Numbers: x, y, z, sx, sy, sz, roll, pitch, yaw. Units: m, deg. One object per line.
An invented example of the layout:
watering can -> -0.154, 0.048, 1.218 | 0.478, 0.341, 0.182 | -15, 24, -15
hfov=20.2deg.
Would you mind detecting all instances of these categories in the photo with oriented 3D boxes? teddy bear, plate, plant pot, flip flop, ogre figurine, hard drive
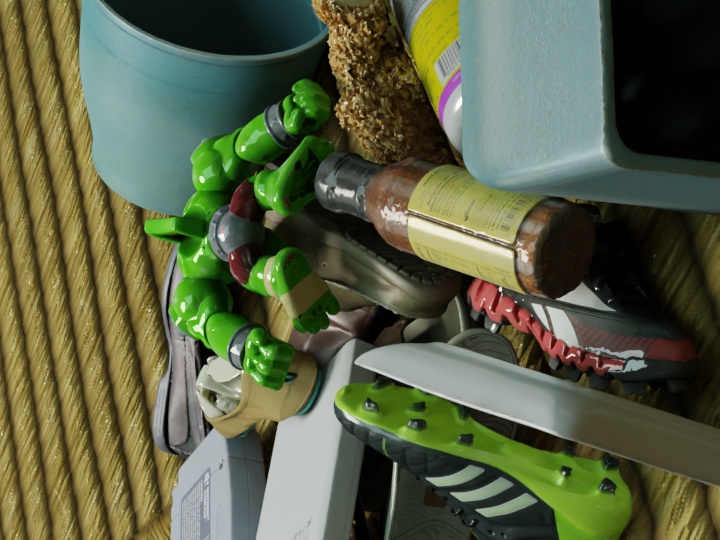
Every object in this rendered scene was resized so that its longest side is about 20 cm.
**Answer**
teddy bear -> 0.012, -0.117, 1.381 | 0.067, 0.200, 0.145 | -23, 31, 6
plate -> 0.127, 0.083, 1.171 | 0.199, 0.200, 0.032 | 17, 89, 55
plant pot -> 0.158, -0.127, 1.174 | 0.200, 0.196, 0.197 | -18, 70, 59
flip flop -> 0.025, 0.083, 1.430 | 0.081, 0.058, 0.200 | 49, 122, 46
ogre figurine -> -0.077, -0.026, 1.371 | 0.120, 0.098, 0.200 | 1, 100, 44
plant pot -> -0.132, -0.152, 1.591 | 0.200, 0.200, 0.188 | 60, 146, 40
hard drive -> -0.037, 0.161, 1.379 | 0.132, 0.027, 0.200 | -49, 25, 48

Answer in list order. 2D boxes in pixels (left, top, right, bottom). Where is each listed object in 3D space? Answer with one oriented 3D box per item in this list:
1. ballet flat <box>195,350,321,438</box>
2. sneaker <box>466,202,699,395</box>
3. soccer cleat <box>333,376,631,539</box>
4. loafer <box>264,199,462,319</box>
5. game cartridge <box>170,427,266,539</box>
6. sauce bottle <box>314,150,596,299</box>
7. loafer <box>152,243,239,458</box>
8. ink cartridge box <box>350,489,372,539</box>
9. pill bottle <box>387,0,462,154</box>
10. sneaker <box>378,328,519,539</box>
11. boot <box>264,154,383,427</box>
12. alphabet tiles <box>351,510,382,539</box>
ballet flat -> -0.087, 0.081, 1.484 | 0.200, 0.063, 0.069 | -27, 42, 66
sneaker -> 0.142, 0.012, 1.265 | 0.200, 0.071, 0.098 | 32, 113, 53
soccer cleat -> 0.071, 0.131, 1.271 | 0.068, 0.200, 0.081 | -56, -15, -61
loafer -> 0.000, 0.000, 1.406 | 0.200, 0.076, 0.068 | 30, 118, 53
game cartridge -> -0.111, 0.225, 1.568 | 0.133, 0.041, 0.200 | 126, 148, -52
sauce bottle -> 0.054, -0.036, 1.268 | 0.200, 0.066, 0.066 | 22, 103, 41
loafer -> -0.122, 0.060, 1.649 | 0.063, 0.072, 0.200 | 16, 105, 35
ink cartridge box -> -0.033, 0.246, 1.408 | 0.200, 0.041, 0.200 | -111, 29, -67
pill bottle -> 0.077, -0.176, 1.359 | 0.104, 0.104, 0.200 | -51, 46, 38
sneaker -> 0.049, 0.130, 1.359 | 0.106, 0.075, 0.200 | -132, 60, -83
boot -> -0.044, 0.027, 1.542 | 0.186, 0.064, 0.200 | 42, 123, 51
alphabet tiles -> 0.008, 0.278, 1.470 | 0.200, 0.006, 0.167 | 53, 127, 44
